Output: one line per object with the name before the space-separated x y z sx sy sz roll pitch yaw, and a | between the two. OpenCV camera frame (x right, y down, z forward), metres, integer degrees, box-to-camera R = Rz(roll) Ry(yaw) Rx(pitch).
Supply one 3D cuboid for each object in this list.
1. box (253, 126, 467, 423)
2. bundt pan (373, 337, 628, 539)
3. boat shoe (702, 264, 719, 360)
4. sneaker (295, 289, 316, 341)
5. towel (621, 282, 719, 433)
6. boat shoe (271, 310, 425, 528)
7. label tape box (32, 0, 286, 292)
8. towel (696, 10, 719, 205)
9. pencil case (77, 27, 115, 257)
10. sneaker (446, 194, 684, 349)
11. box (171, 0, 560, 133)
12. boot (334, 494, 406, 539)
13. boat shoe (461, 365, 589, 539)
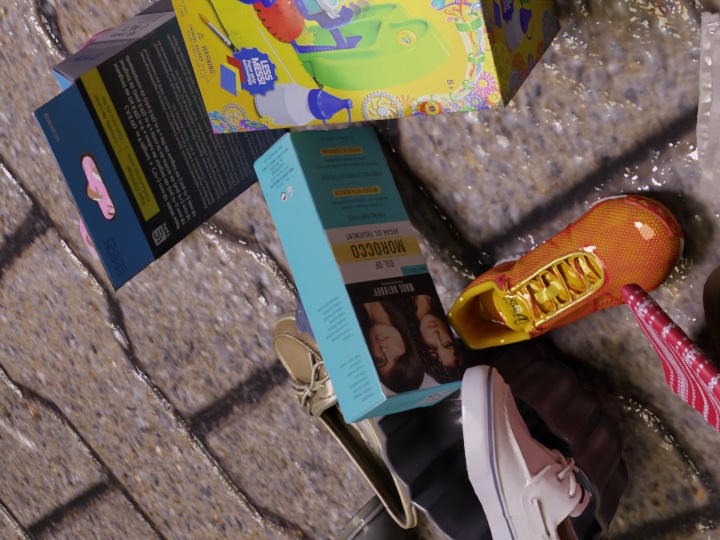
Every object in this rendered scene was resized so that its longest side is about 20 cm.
box | 0.000 0.000 1.058 0.049 0.082 0.200 -37 68 46
bundt pan | 0.112 0.130 1.129 0.202 0.076 0.202 27 138 27
boat shoe | 0.275 0.083 0.924 0.200 0.072 0.072 55 180 19
sneaker | -0.026 0.006 1.161 0.084 0.075 0.200 -2 120 44
towel | 0.235 0.103 0.918 0.200 0.022 0.145 52 -178 34
boat shoe | -0.007 0.120 1.250 0.201 0.063 0.073 50 143 -2
label tape box | -0.152 -0.099 1.091 0.063 0.200 0.144 5 125 43
towel | 0.277 -0.072 0.826 0.200 0.034 0.133 21 136 31
pencil case | -0.188 -0.097 1.229 0.083 0.087 0.200 9 137 -1
sneaker | 0.135 0.011 1.004 0.073 0.077 0.200 52 141 -2
box | -0.007 -0.200 0.881 0.192 0.122 0.200 -3 119 27
boot | 0.069 0.293 1.322 0.200 0.073 0.182 41 157 20
boat shoe | 0.120 0.148 1.034 0.070 0.071 0.200 -9 115 17
